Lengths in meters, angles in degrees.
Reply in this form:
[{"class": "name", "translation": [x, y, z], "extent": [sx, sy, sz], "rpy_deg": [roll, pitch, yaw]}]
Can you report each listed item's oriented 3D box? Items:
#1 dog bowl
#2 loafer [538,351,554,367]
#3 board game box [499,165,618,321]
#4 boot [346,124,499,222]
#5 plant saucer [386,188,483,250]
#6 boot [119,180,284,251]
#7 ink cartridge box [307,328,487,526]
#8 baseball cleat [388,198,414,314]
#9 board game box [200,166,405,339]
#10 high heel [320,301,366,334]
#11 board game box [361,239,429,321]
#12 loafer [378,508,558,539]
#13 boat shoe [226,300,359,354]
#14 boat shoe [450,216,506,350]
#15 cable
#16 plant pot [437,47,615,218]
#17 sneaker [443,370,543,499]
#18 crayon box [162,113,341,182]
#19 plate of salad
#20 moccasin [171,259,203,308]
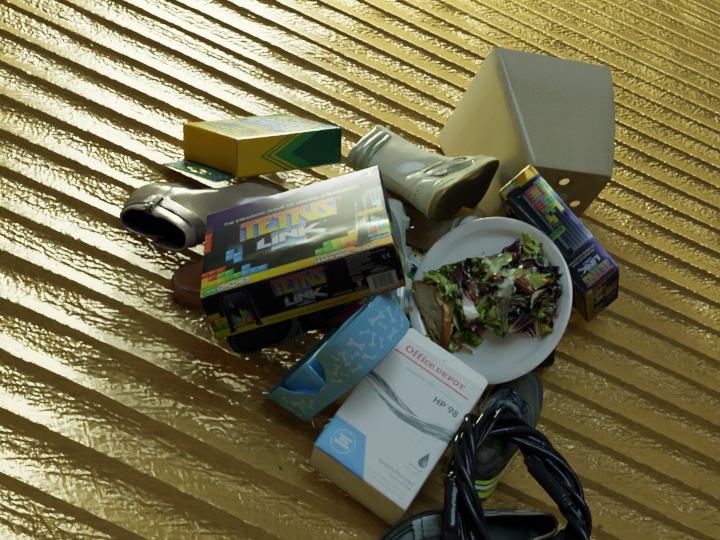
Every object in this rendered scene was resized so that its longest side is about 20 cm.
[{"class": "dog bowl", "translation": [-0.020, 0.090, 1.104], "extent": [0.050, 0.200, 0.112], "rpy_deg": [45, 45, -2]}, {"class": "loafer", "translation": [0.196, 0.035, 1.357], "extent": [0.072, 0.072, 0.201], "rpy_deg": [-1, 47, -27]}, {"class": "board game box", "translation": [0.254, -0.030, 1.350], "extent": [0.166, 0.057, 0.200], "rpy_deg": [51, 2, 17]}, {"class": "boot", "translation": [0.086, -0.138, 1.402], "extent": [0.154, 0.073, 0.199], "rpy_deg": [30, 29, 21]}, {"class": "plant saucer", "translation": [0.084, -0.094, 1.434], "extent": [0.197, 0.036, 0.201], "rpy_deg": [16, 31, -10]}, {"class": "boot", "translation": [-0.177, -0.058, 1.250], "extent": [0.197, 0.071, 0.146], "rpy_deg": [11, 22, 14]}, {"class": "ink cartridge box", "translation": [0.048, 0.148, 1.119], "extent": [0.115, 0.067, 0.201], "rpy_deg": [33, 63, 10]}, {"class": "baseball cleat", "translation": [0.012, -0.015, 1.280], "extent": [0.105, 0.070, 0.201], "rpy_deg": [5, 37, -4]}, {"class": "board game box", "translation": [-0.061, -0.023, 1.093], "extent": [0.197, 0.057, 0.166], "rpy_deg": [-16, 33, 4]}, {"class": "high heel", "translation": [0.001, 0.100, 1.212], "extent": [0.198, 0.068, 0.096], "rpy_deg": [30, 57, 4]}, {"class": "board game box", "translation": [0.000, 0.000, 1.324], "extent": [0.197, 0.035, 0.127], "rpy_deg": [10, 43, -17]}, {"class": "loafer", "translation": [0.110, 0.266, 1.070], "extent": [0.197, 0.063, 0.073], "rpy_deg": [-2, 66, -29]}, {"class": "boat shoe", "translation": [-0.059, 0.030, 1.170], "extent": [0.199, 0.085, 0.069], "rpy_deg": [-36, 41, -4]}, {"class": "boat shoe", "translation": [0.154, 0.017, 1.319], "extent": [0.074, 0.068, 0.203], "rpy_deg": [29, 49, -43]}, {"class": "cable", "translation": [0.158, 0.224, 1.056], "extent": [0.161, 0.051, 0.202], "rpy_deg": [18, 50, -11]}, {"class": "plant pot", "translation": [0.250, -0.169, 1.516], "extent": [0.197, 0.201, 0.179], "rpy_deg": [5, 54, -22]}, {"class": "sneaker", "translation": [0.164, 0.169, 1.194], "extent": [0.073, 0.081, 0.200], "rpy_deg": [31, 41, 7]}, {"class": "crayon box", "translation": [-0.137, -0.160, 1.362], "extent": [0.198, 0.052, 0.125], "rpy_deg": [-14, 24, -39]}, {"class": "plate of salad", "translation": [0.146, 0.030, 1.240], "extent": [0.201, 0.200, 0.048], "rpy_deg": [52, 6, 28]}, {"class": "moccasin", "translation": [-0.116, -0.006, 1.213], "extent": [0.198, 0.078, 0.074], "rpy_deg": [-8, 48, -2]}]
